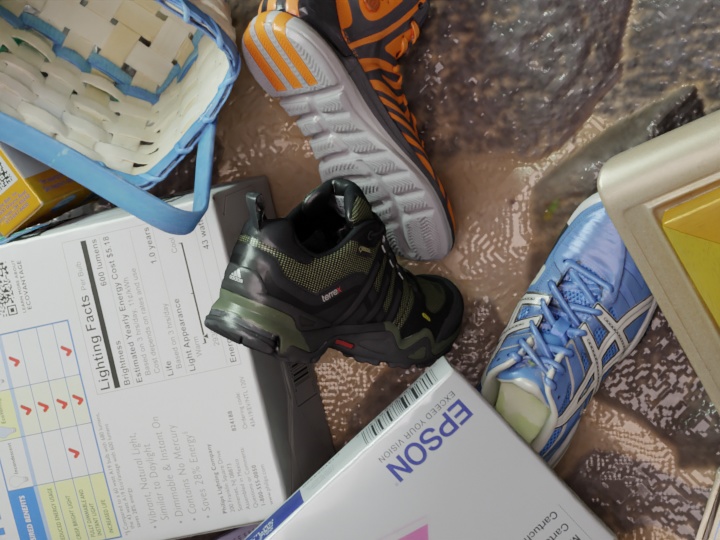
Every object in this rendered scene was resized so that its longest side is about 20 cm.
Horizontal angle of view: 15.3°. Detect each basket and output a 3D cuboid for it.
[{"bbox_3d":[-0.155,-0.113,1.533,0.176,0.200,0.139,31,117,-12],"label":"basket"}]

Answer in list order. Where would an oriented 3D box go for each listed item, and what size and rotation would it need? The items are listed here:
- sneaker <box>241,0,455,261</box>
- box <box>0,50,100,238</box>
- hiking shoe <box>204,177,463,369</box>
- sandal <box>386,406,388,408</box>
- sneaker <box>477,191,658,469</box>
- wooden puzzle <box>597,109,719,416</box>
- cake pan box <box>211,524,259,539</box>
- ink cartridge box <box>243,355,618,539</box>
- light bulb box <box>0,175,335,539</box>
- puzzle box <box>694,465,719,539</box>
[{"bbox_3d":[0.016,-0.105,1.593,0.078,0.112,0.200,-2,131,39],"label":"sneaker"},{"bbox_3d":[-0.235,-0.119,1.626,0.041,0.119,0.200,-37,88,25],"label":"box"},{"bbox_3d":[0.000,0.000,1.549,0.076,0.200,0.101,24,104,36],"label":"hiking shoe"},{"bbox_3d":[0.031,0.179,1.624,0.055,0.082,0.200,-20,75,56],"label":"sandal"},{"bbox_3d":[0.121,0.046,1.584,0.076,0.077,0.200,25,100,11],"label":"sneaker"},{"bbox_3d":[0.257,-0.006,1.536,0.185,0.037,0.200,-23,107,20],"label":"wooden puzzle"},{"bbox_3d":[-0.072,0.266,1.649,0.184,0.052,0.200,-30,82,22],"label":"cake pan box"},{"bbox_3d":[0.045,0.187,1.547,0.196,0.043,0.200,-44,101,2],"label":"ink cartridge box"},{"bbox_3d":[-0.142,0.062,1.622,0.200,0.125,0.198,-12,94,15],"label":"light bulb box"},{"bbox_3d":[0.246,0.229,1.601,0.133,0.025,0.200,18,100,11],"label":"puzzle box"}]
